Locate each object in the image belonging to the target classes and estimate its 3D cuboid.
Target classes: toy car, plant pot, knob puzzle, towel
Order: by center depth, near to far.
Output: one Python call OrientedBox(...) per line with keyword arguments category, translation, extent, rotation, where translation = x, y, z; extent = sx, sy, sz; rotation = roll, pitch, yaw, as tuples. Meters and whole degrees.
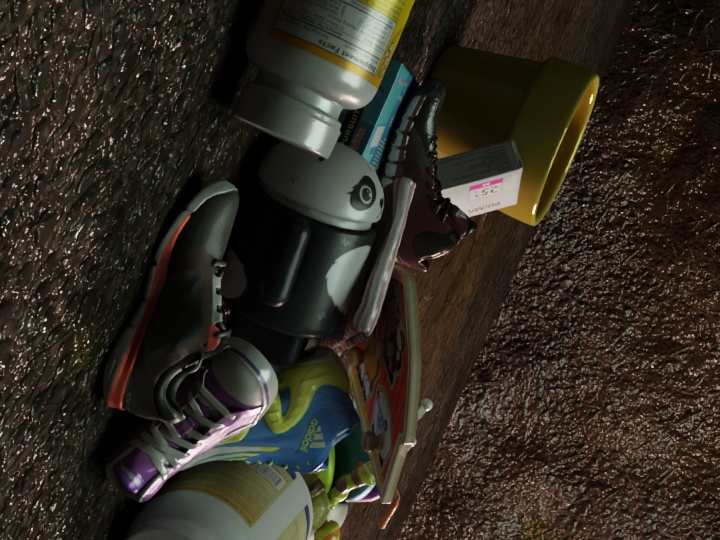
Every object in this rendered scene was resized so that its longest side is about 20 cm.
OrientedBox(category="knob puzzle", translation=(0.017, 0.083, 1.374), extent=(0.219, 0.030, 0.223), rotation=(-178, -90, -75))
OrientedBox(category="towel", translation=(0.000, 0.000, 1.397), extent=(0.200, 0.030, 0.148), rotation=(143, -37, -75))
OrientedBox(category="toy car", translation=(-0.027, 0.219, 1.710), extent=(0.200, 0.148, 0.178), rotation=(119, -28, -77))
OrientedBox(category="plant pot", translation=(0.173, -0.185, 1.848), extent=(0.202, 0.187, 0.201), rotation=(-61, 168, -22))

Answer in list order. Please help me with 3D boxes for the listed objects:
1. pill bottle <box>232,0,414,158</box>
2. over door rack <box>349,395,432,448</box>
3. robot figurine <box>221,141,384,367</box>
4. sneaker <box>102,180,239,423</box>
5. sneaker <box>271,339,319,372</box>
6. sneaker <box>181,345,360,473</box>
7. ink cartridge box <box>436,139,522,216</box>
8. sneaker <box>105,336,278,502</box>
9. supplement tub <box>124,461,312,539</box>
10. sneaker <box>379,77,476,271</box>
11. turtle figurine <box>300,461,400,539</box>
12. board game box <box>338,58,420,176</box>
OrientedBox(category="pill bottle", translation=(-0.022, -0.195, 1.150), extent=(0.202, 0.112, 0.113), rotation=(-67, 168, 2))
OrientedBox(category="over door rack", translation=(0.014, 0.105, 1.680), extent=(0.066, 0.148, 0.200), rotation=(-36, -165, 14))
OrientedBox(category="robot figurine", translation=(-0.053, -0.018, 1.322), extent=(0.124, 0.150, 0.202), rotation=(11, 108, -33))
OrientedBox(category="sneaker", translation=(-0.130, 0.029, 1.185), extent=(0.202, 0.081, 0.077), rotation=(-66, 168, 0))
OrientedBox(category="sneaker", translation=(-0.073, 0.069, 1.588), extent=(0.118, 0.074, 0.201), rotation=(-44, -168, 21))
OrientedBox(category="sneaker", translation=(-0.088, 0.158, 1.373), extent=(0.198, 0.106, 0.076), rotation=(-30, -175, 11))
OrientedBox(category="ink cartridge box", translation=(0.082, -0.070, 1.716), extent=(0.174, 0.197, 0.044), rotation=(86, -12, -65))
OrientedBox(category="sneaker", translation=(-0.145, 0.135, 1.227), extent=(0.114, 0.073, 0.200), rotation=(-46, -178, -42))
OrientedBox(category="supplement tub", translation=(-0.142, 0.263, 1.437), extent=(0.200, 0.143, 0.146), rotation=(-39, 151, -65))
OrientedBox(category="sneaker", translation=(0.080, -0.092, 1.564), extent=(0.202, 0.114, 0.076), rotation=(-69, 168, 18))
OrientedBox(category="turtle figurine", translation=(-0.069, 0.230, 1.548), extent=(0.199, 0.163, 0.064), rotation=(-32, 177, 26))
OrientedBox(category="board game box", translation=(-0.004, -0.117, 1.544), extent=(0.202, 0.046, 0.151), rotation=(-66, 168, 1))
